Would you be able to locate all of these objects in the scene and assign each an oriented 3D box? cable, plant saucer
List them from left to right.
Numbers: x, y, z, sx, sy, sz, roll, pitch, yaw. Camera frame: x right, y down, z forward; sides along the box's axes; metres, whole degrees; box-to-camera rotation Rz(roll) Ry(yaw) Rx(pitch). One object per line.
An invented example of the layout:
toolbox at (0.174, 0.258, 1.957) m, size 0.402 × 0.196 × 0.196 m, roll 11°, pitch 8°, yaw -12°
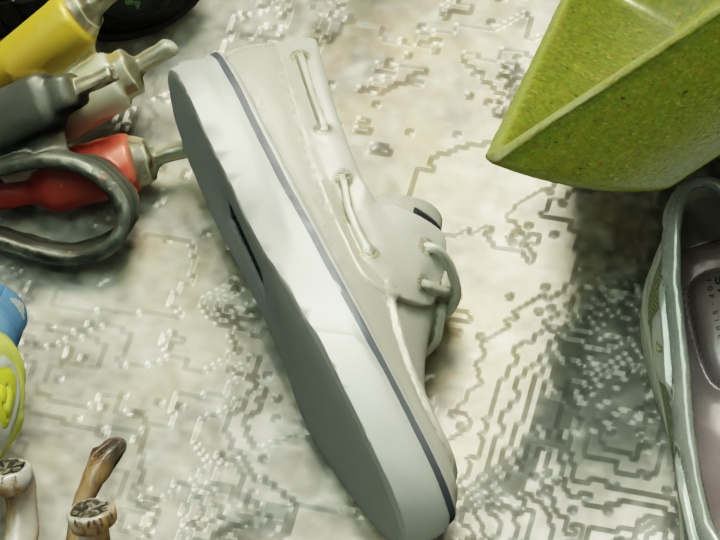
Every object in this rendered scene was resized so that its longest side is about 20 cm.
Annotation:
cable at (-0.156, -0.031, 1.000) m, size 0.200 × 0.050 × 0.097 m, roll -21°, pitch 89°, yaw 13°
plant saucer at (0.148, -0.103, 0.894) m, size 0.200 × 0.048 × 0.200 m, roll -33°, pitch 12°, yaw 24°

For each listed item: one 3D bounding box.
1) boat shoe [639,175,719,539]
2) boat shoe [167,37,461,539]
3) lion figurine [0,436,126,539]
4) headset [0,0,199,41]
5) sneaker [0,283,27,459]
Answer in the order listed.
boat shoe at (0.134, 0.065, 0.866) m, size 0.074 × 0.065 × 0.202 m, roll -13°, pitch 59°, yaw 3°
boat shoe at (0.000, 0.000, 0.929) m, size 0.070 × 0.071 × 0.200 m, roll -20°, pitch 58°, yaw -12°
lion figurine at (-0.101, 0.143, 0.834) m, size 0.072 × 0.123 × 0.200 m, roll -2°, pitch 22°, yaw 21°
headset at (-0.088, -0.155, 1.020) m, size 0.200 × 0.094 × 0.124 m, roll -3°, pitch 59°, yaw 22°
sneaker at (-0.200, 0.047, 0.946) m, size 0.200 × 0.076 × 0.105 m, roll -8°, pitch 28°, yaw 17°
